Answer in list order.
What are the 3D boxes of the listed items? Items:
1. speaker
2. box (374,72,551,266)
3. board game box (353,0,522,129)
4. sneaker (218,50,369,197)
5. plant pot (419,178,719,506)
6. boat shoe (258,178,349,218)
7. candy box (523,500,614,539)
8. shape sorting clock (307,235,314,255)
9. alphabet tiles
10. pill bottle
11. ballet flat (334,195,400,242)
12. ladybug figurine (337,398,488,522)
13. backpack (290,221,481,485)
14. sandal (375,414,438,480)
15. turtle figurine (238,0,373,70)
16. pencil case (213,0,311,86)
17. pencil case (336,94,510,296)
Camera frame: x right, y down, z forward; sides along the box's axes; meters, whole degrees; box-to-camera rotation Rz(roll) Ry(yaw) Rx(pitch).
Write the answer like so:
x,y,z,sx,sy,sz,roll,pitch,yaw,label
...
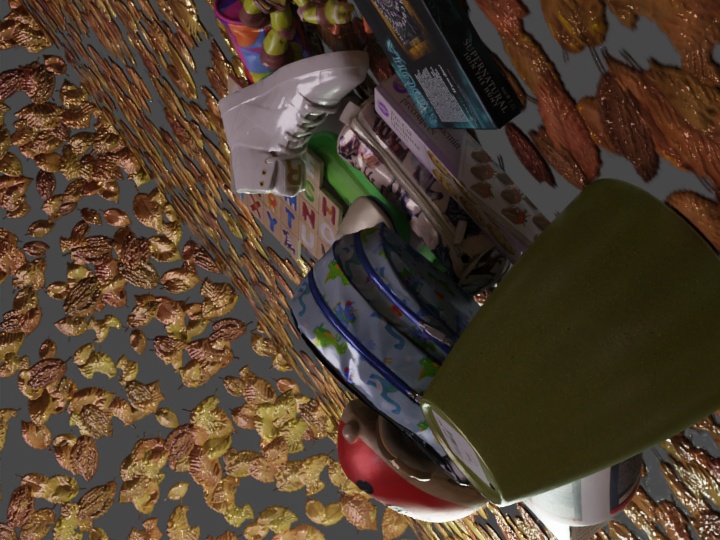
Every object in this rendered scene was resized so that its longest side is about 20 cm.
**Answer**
x,y,z,sx,sy,sz,roll,pitch,yaw,label
0.022,-0.084,1.167,0.200,0.088,0.089,51,168,16,speaker
0.087,-0.089,1.013,0.200,0.039,0.042,50,166,17,box
0.039,-0.200,0.916,0.201,0.028,0.135,57,168,-17,board game box
-0.056,-0.130,1.116,0.199,0.073,0.117,-17,80,48,sneaker
0.147,0.069,0.837,0.187,0.199,0.187,50,168,15,plant pot
-0.039,-0.104,1.275,0.201,0.074,0.087,25,118,37,boat shoe
0.198,0.195,1.298,0.168,0.071,0.201,46,165,33,candy box
0.029,-0.005,1.293,0.199,0.039,0.200,24,172,4,shape sorting clock
-0.082,-0.088,1.239,0.200,0.008,0.168,46,148,31,alphabet tiles
0.192,0.136,1.046,0.120,0.119,0.201,46,165,31,pill bottle
0.000,0.000,1.127,0.070,0.069,0.200,49,165,20,ballet flat
0.046,0.189,1.140,0.199,0.072,0.136,30,-172,-38,ladybug figurine
0.037,0.057,0.986,0.199,0.154,0.163,28,-159,-2,backpack
0.045,0.107,1.090,0.080,0.054,0.201,21,-150,-21,sandal
-0.069,-0.247,1.054,0.200,0.064,0.162,49,156,13,turtle figurine
-0.088,-0.215,1.236,0.088,0.088,0.201,45,164,35,pencil case
0.059,-0.072,1.067,0.200,0.078,0.089,50,-172,18,pencil case
